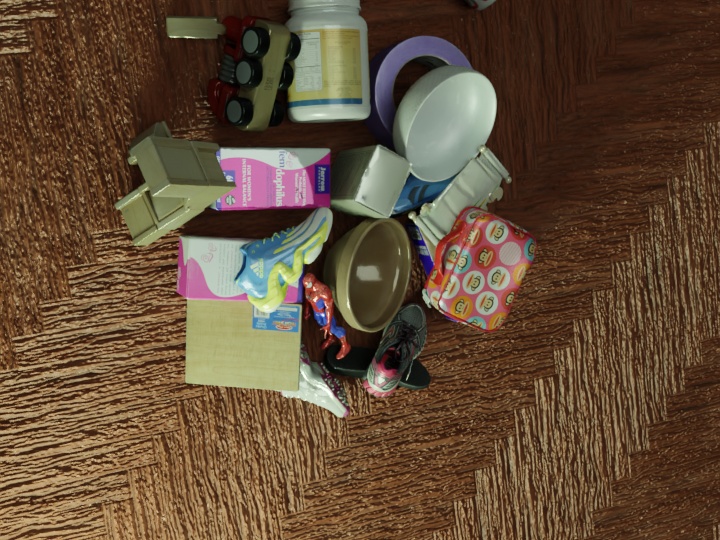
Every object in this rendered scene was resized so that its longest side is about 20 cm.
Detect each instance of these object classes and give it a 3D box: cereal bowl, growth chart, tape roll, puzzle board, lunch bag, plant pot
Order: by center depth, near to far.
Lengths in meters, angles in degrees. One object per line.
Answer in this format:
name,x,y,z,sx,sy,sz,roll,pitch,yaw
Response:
cereal bowl,0.130,-0.257,1.660,0.199,0.083,0.201,-25,135,-28
puzzle board,-0.199,0.124,1.675,0.198,0.017,0.152,4,98,5
plant pot,0.000,0.000,1.718,0.200,0.092,0.203,-25,121,-51
growth chart,0.181,-0.125,1.733,0.200,0.018,0.145,-45,140,-5
lunch bag,0.202,-0.005,1.737,0.175,0.082,0.201,23,96,-28
tape roll,0.104,-0.312,1.754,0.198,0.085,0.202,-2,96,-19

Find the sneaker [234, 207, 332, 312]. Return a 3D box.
sneaker,-0.130,-0.035,1.592,0.105,0.076,0.201,35,83,-18

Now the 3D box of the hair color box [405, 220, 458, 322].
hair color box,0.176,-0.020,1.818,0.109,0.065,0.201,-28,102,-15

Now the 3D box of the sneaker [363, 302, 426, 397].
sneaker,0.074,0.135,1.752,0.080,0.075,0.201,26,51,1

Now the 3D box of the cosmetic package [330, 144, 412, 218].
cosmetic package,0.004,-0.149,1.670,0.073,0.200,0.104,26,86,-20

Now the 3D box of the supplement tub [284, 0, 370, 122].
supplement tub,-0.057,-0.354,1.660,0.143,0.145,0.202,-4,96,-19

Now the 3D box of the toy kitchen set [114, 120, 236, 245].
toy kitchen set,-0.341,-0.156,1.525,0.199,0.180,0.164,-30,80,24

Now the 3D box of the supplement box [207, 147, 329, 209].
supplement box,-0.158,-0.156,1.656,0.198,0.103,0.102,-3,97,-21

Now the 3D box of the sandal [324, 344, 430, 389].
sandal,0.030,0.180,1.787,0.199,0.076,0.048,13,134,-9

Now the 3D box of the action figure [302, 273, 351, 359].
action figure,-0.065,0.075,1.681,0.052,0.065,0.201,-38,139,-22

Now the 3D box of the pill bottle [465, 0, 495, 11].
pill bottle,0.177,-0.569,1.742,0.200,0.114,0.114,40,81,-19

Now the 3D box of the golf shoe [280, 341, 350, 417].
golf shoe,-0.101,0.198,1.741,0.091,0.075,0.200,-39,109,9

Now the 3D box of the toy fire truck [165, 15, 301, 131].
toy fire truck,-0.222,-0.342,1.622,0.128,0.199,0.177,-8,122,-48

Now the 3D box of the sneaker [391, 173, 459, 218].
sneaker,0.103,-0.153,1.783,0.199,0.066,0.079,-25,91,-17

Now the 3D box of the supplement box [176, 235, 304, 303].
supplement box,-0.203,-0.003,1.660,0.198,0.103,0.102,3,94,-22
